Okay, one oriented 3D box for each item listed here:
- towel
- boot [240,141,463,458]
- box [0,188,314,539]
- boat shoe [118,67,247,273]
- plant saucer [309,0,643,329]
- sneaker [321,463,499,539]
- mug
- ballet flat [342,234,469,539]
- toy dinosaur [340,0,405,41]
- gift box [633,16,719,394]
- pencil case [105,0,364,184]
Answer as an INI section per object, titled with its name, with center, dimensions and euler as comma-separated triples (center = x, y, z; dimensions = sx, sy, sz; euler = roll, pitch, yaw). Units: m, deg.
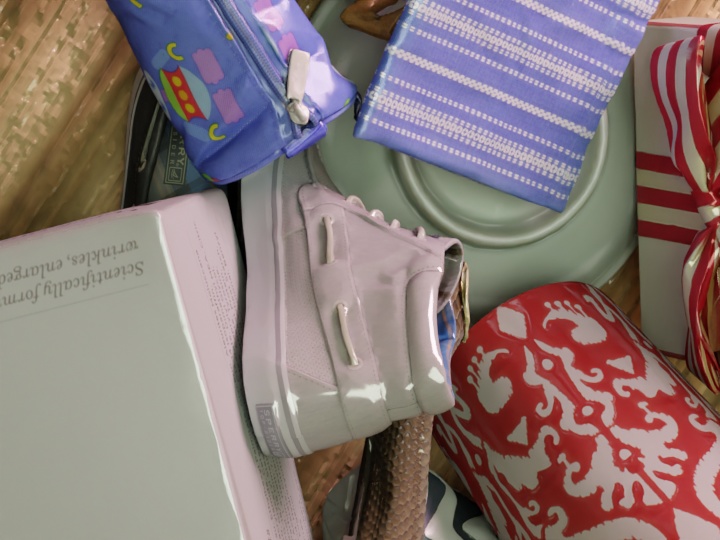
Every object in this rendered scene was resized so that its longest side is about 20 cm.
[towel]
center = 0.088, -0.131, 1.279
dimensions = 0.144, 0.024, 0.201
euler = 18, 100, -45
[boot]
center = 0.000, 0.000, 1.267
dimensions = 0.095, 0.201, 0.074
euler = -11, 134, 8
[box]
center = -0.138, 0.085, 1.242
dimensions = 0.198, 0.131, 0.201
euler = -14, 94, 9
[boat shoe]
center = -0.079, -0.007, 1.322
dimensions = 0.069, 0.066, 0.202
euler = 6, 93, -16
[plant saucer]
center = 0.062, -0.067, 1.364
dimensions = 0.199, 0.050, 0.202
euler = -1, 94, -15
[sneaker]
center = 0.058, 0.188, 1.338
dimensions = 0.129, 0.200, 0.079
euler = 17, 133, -43
[mug]
center = 0.120, 0.125, 1.318
dimensions = 0.133, 0.200, 0.178
euler = -16, 140, -28
[ballet flat]
center = 0.024, 0.081, 1.288
dimensions = 0.046, 0.067, 0.201
euler = 13, 71, 2
[toy dinosaur]
center = -0.007, -0.143, 1.331
dimensions = 0.199, 0.106, 0.061
euler = -27, 123, -16
[gift box]
center = 0.234, -0.044, 1.322
dimensions = 0.186, 0.200, 0.186
euler = -7, 94, -26
[pencil case]
center = -0.075, -0.131, 1.231
dimensions = 0.078, 0.087, 0.201
euler = -37, 111, -19
